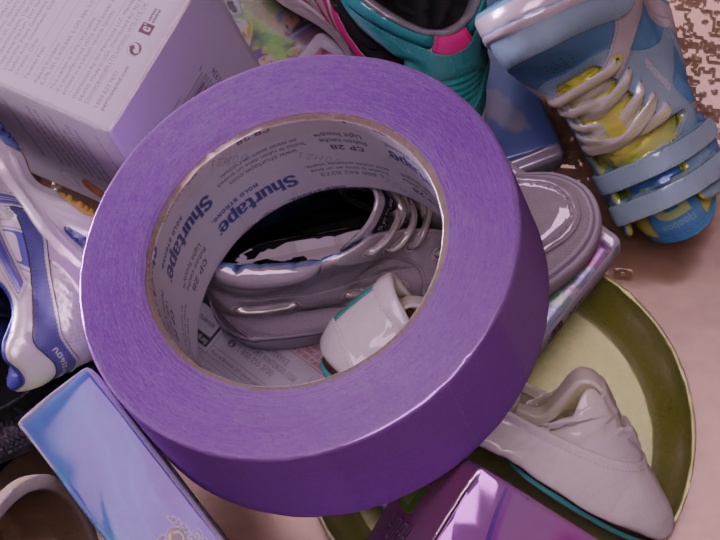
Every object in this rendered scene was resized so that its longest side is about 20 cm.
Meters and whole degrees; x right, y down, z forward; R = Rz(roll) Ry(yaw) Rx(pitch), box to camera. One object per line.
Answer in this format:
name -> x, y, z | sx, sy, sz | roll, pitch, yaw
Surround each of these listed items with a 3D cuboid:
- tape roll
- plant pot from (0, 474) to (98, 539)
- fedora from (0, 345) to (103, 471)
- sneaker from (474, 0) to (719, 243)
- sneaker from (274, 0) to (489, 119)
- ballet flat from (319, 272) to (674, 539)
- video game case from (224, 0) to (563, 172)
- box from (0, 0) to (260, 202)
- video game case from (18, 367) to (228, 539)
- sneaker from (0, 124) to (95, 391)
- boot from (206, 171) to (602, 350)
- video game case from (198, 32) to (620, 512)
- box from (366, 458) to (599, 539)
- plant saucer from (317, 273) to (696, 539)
tape roll -> -0.020, 0.005, 1.035 | 0.200, 0.066, 0.200 | -8, 59, 13
plant pot -> -0.239, 0.192, 1.106 | 0.183, 0.200, 0.201 | 2, 73, 15
fedora -> -0.217, 0.054, 1.174 | 0.200, 0.092, 0.201 | 1, 49, -1
sneaker -> 0.129, -0.078, 1.158 | 0.079, 0.200, 0.131 | -24, 80, 24
sneaker -> 0.001, -0.162, 1.183 | 0.084, 0.121, 0.200 | -27, 63, -22
ballet flat -> 0.077, 0.063, 1.114 | 0.200, 0.069, 0.070 | 28, 76, -11
video game case -> -0.016, -0.104, 1.256 | 0.200, 0.022, 0.182 | -21, 74, -3
box -> -0.163, -0.114, 1.192 | 0.200, 0.124, 0.098 | 23, 74, 23
video game case -> -0.070, 0.152, 1.100 | 0.045, 0.181, 0.200 | -38, 75, -5
sneaker -> -0.195, -0.021, 1.128 | 0.200, 0.075, 0.088 | 37, 58, 27
boot -> 0.019, -0.014, 1.132 | 0.200, 0.096, 0.074 | -16, 69, 0
video game case -> 0.000, 0.000, 1.194 | 0.200, 0.024, 0.182 | 36, 78, 18
box -> 0.100, 0.173, 1.059 | 0.200, 0.176, 0.097 | 31, 87, -4
plant saucer -> 0.070, 0.085, 1.191 | 0.200, 0.031, 0.200 | -1, 74, 4
